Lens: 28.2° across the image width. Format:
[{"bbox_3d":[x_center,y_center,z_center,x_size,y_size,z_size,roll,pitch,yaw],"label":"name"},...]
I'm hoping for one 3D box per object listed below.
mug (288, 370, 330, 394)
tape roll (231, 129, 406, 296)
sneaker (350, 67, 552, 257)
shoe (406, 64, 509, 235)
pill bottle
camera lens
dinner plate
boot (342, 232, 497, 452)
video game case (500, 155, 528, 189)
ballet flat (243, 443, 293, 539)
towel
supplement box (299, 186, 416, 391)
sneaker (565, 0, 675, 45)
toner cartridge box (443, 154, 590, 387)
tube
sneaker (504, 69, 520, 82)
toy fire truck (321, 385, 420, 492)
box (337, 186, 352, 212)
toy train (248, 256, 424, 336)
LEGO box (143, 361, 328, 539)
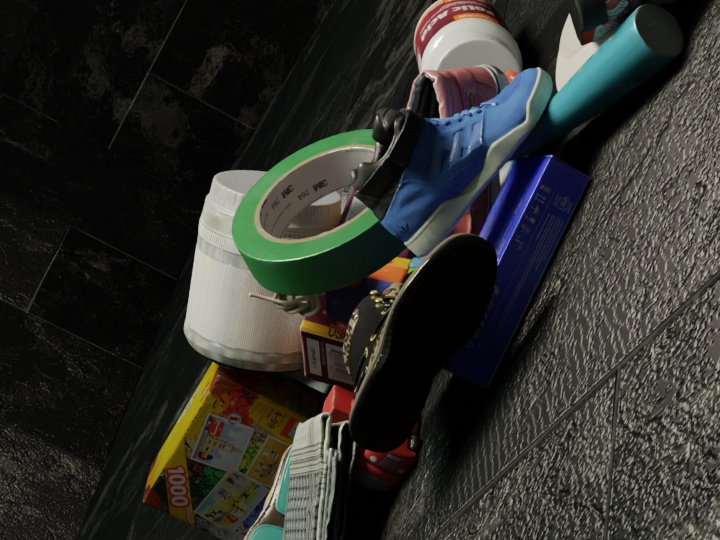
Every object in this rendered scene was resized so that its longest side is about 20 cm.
[{"bbox_3d":[-0.096,0.081,1.811,0.178,0.133,0.200,-54,12,30],"label":"mug"},{"bbox_3d":[-0.028,-0.059,1.406,0.199,0.048,0.201,-19,35,14],"label":"tape roll"},{"bbox_3d":[0.074,-0.122,1.240,0.200,0.111,0.077,-51,7,-8],"label":"sneaker"},{"bbox_3d":[0.083,-0.092,1.342,0.071,0.091,0.202,25,115,50],"label":"shoe"},{"bbox_3d":[0.120,-0.234,1.597,0.115,0.114,0.200,-59,13,18],"label":"pill bottle"},{"bbox_3d":[-0.107,0.004,1.587,0.160,0.159,0.201,-105,25,-73],"label":"camera lens"},{"bbox_3d":[0.237,-0.260,1.380,0.201,0.024,0.200,-58,12,20],"label":"dinner plate"},{"bbox_3d":[0.043,0.043,1.231,0.151,0.073,0.201,-109,42,-72],"label":"boot"},{"bbox_3d":[0.123,-0.085,1.498,0.200,0.018,0.144,-45,22,55],"label":"video game case"},{"bbox_3d":[-0.081,0.276,1.508,0.067,0.068,0.201,99,-165,-60],"label":"ballet flat"},{"bbox_3d":[-0.049,0.235,1.363,0.200,0.034,0.194,151,128,-74],"label":"towel"},{"bbox_3d":[0.007,0.015,1.522,0.111,0.085,0.201,89,-162,-59],"label":"supplement box"},{"bbox_3d":[0.233,-0.246,1.243,0.107,0.068,0.201,-19,5,9],"label":"sneaker"},{"bbox_3d":[0.124,-0.001,1.248,0.201,0.043,0.095,-63,11,-3],"label":"toner cartridge box"},{"bbox_3d":[0.196,-0.151,1.227,0.077,0.051,0.200,-23,-12,-37],"label":"tube"},{"bbox_3d":[0.110,-0.143,1.465,0.200,0.075,0.085,-24,41,55],"label":"sneaker"},{"bbox_3d":[0.006,0.156,1.394,0.141,0.048,0.201,-58,15,31],"label":"toy fire truck"},{"bbox_3d":[-0.019,-0.053,1.731,0.157,0.048,0.201,2,54,26],"label":"box"},{"bbox_3d":[0.000,0.000,1.429,0.116,0.199,0.085,-66,-20,-44],"label":"toy train"},{"bbox_3d":[-0.142,0.209,1.671,0.201,0.148,0.077,-58,13,24],"label":"LEGO box"}]
